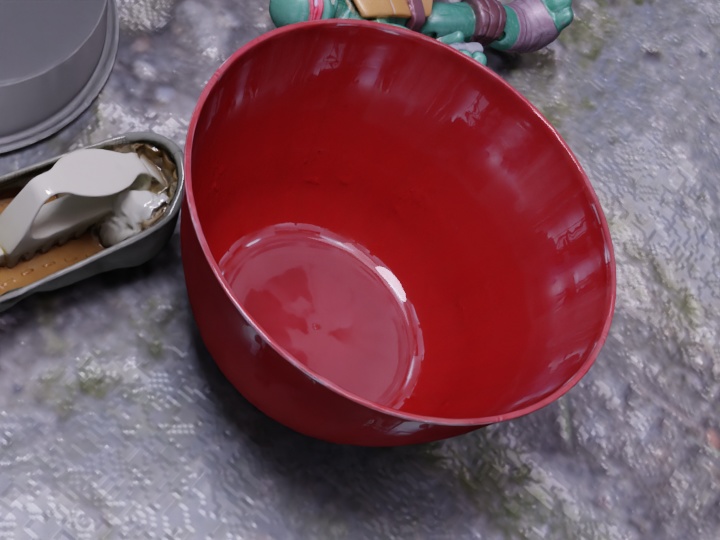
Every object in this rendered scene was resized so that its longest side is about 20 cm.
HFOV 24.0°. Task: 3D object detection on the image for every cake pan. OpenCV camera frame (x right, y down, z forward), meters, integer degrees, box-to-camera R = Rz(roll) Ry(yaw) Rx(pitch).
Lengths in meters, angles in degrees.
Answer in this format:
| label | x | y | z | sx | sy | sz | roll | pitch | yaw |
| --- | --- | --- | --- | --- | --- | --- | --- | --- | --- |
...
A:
| label | x | y | z | sx | sy | sz | roll | pitch | yaw |
| --- | --- | --- | --- | --- | --- | --- | --- | --- | --- |
| cake pan | -0.204 | -0.144 | 0.784 | 0.200 | 0.037 | 0.201 | 14 | 53 | -19 |

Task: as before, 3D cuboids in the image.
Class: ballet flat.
| label | x | y | z | sx | sy | sz | roll | pitch | yaw |
| --- | --- | --- | --- | --- | --- | --- | --- | --- | --- |
| ballet flat | -0.156 | -0.014 | 0.704 | 0.200 | 0.064 | 0.067 | -24 | 72 | -37 |

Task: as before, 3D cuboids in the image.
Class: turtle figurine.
| label | x | y | z | sx | sy | sz | roll | pitch | yaw |
| --- | --- | --- | --- | --- | --- | --- | --- | --- | --- |
| turtle figurine | 0.017 | -0.147 | 0.863 | 0.200 | 0.101 | 0.150 | -15 | 77 | -50 |

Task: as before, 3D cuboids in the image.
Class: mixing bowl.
| label | x | y | z | sx | sy | sz | roll | pitch | yaw |
| --- | --- | --- | --- | --- | --- | --- | --- | --- | --- |
| mixing bowl | 0.000 | 0.000 | 0.746 | 0.199 | 0.108 | 0.201 | 14 | 55 | -20 |
